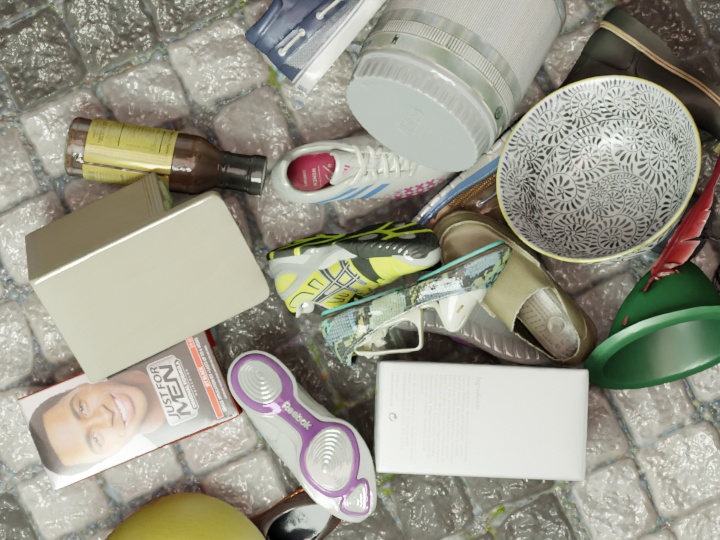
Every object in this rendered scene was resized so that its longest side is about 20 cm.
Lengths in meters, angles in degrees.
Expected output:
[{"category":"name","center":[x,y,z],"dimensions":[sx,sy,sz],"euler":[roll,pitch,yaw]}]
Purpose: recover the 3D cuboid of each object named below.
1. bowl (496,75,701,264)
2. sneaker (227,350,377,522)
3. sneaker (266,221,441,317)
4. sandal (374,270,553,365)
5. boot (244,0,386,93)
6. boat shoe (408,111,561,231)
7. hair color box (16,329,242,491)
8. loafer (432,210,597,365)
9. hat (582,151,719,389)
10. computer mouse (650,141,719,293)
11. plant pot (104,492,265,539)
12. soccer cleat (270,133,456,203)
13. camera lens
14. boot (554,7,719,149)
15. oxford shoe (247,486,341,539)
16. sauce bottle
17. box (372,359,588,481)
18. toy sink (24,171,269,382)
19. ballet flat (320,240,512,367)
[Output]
[{"category":"bowl","center":[0.240,-0.079,1.682],"dimensions":[0.200,0.094,0.201],"euler":[-10,60,19]},{"category":"sneaker","center":[-0.049,0.163,1.709],"dimensions":[0.075,0.100,0.200],"euler":[-38,76,-6]},{"category":"sneaker","center":[0.000,0.000,1.708],"dimensions":[0.200,0.075,0.077],"euler":[-6,103,40]},{"category":"sandal","center":[0.111,0.043,1.747],"dimensions":[0.202,0.050,0.083],"euler":[17,72,-5]},{"category":"boot","center":[-0.024,-0.281,1.742],"dimensions":[0.090,0.073,0.200],"euler":[40,89,-5]},{"category":"boat shoe","center":[0.120,-0.069,1.737],"dimensions":[0.200,0.072,0.072],"euler":[-43,90,-1]},{"category":"hair color box","center":[-0.229,0.136,1.734],"dimensions":[0.200,0.061,0.102],"euler":[-23,89,0]},{"category":"loafer","center":[0.153,0.017,1.687],"dimensions":[0.200,0.067,0.076],"euler":[39,98,-2]},{"category":"hat","center":[0.296,0.001,1.730],"dimensions":[0.199,0.166,0.176],"euler":[-16,64,4]},{"category":"computer mouse","center":[0.325,-0.076,1.751],"dimensions":[0.200,0.046,0.141],"euler":[27,89,1]},{"category":"plant pot","center":[-0.193,0.323,1.655],"dimensions":[0.199,0.142,0.201],"euler":[1,93,24]},{"category":"soccer cleat","center":[0.010,-0.103,1.731],"dimensions":[0.199,0.086,0.070],"euler":[-11,88,-1]},{"category":"camera lens","center":[0.095,-0.217,1.678],"dimensions":[0.160,0.160,0.200],"euler":[30,69,1]},{"category":"boot","center":[0.289,-0.150,1.747],"dimensions":[0.200,0.077,0.138],"euler":[41,93,14]},{"category":"oxford shoe","center":[-0.106,0.279,1.723],"dimensions":[0.200,0.073,0.071],"euler":[-38,90,2]},{"category":"sauce bottle","center":[-0.194,-0.109,1.742],"dimensions":[0.199,0.065,0.065],"euler":[11,88,-1]},{"category":"box","center":[0.114,0.144,1.690],"dimensions":[0.199,0.152,0.107],"euler":[3,87,0]},{"category":"toy sink","center":[-0.208,-0.007,1.694],"dimensions":[0.200,0.112,0.131],"euler":[-26,120,1]},{"category":"ballet flat","center":[0.061,0.037,1.646],"dimensions":[0.200,0.074,0.074],"euler":[-23,88,14]}]
